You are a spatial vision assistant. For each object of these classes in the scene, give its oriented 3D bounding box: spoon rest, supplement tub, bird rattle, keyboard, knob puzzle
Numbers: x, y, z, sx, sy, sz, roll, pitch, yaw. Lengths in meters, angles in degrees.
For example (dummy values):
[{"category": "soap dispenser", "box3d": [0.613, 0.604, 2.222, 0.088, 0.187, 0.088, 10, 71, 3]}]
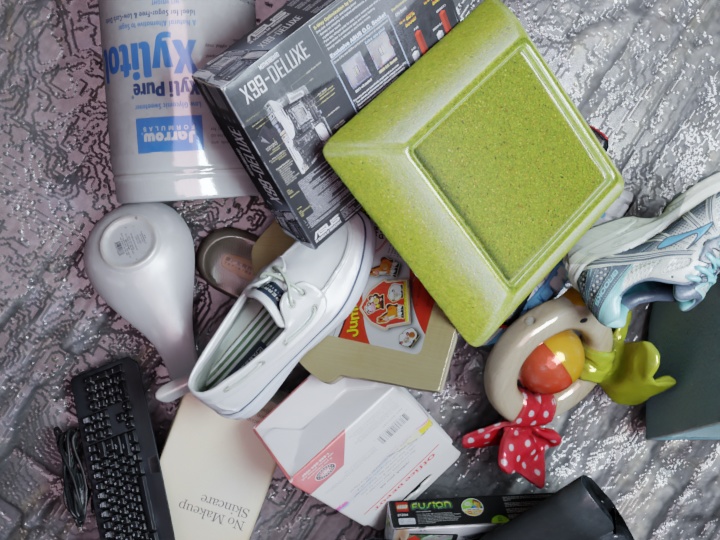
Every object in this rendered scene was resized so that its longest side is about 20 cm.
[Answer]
[{"category": "spoon rest", "box3d": [-0.180, 0.025, 0.805, 0.099, 0.061, 0.200, -22, 64, -3]}, {"category": "supplement tub", "box3d": [-0.149, -0.159, 0.779, 0.132, 0.132, 0.200, -5, 95, -7]}, {"category": "bird rattle", "box3d": [0.170, 0.094, 0.848, 0.200, 0.113, 0.163, -30, 129, 3]}, {"category": "keyboard", "box3d": [-0.222, 0.182, 0.801, 0.104, 0.040, 0.200, -24, 71, 22]}, {"category": "knob puzzle", "box3d": [0.000, 0.000, 0.772, 0.220, 0.030, 0.220, -8, 69, 21]}]

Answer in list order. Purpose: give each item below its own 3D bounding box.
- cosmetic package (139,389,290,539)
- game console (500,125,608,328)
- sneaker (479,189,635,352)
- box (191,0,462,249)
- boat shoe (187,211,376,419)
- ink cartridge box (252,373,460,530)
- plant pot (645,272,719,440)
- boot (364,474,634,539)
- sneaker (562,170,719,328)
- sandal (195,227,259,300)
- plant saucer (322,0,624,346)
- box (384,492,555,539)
[{"category": "cosmetic package", "box3d": [-0.139, 0.196, 0.842, 0.103, 0.073, 0.200, 19, 91, -8]}, {"category": "game console", "box3d": [0.104, -0.072, 0.845, 0.177, 0.031, 0.200, 28, 92, 9]}, {"category": "sneaker", "box3d": [0.163, -0.014, 0.873, 0.087, 0.075, 0.200, 39, 90, 11]}, {"category": "box", "box3d": [-0.007, -0.138, 0.704, 0.200, 0.050, 0.158, -42, 131, -14]}, {"category": "boat shoe", "box3d": [-0.059, 0.030, 0.730, 0.074, 0.067, 0.200, 30, 85, 29]}, {"category": "ink cartridge box", "box3d": [0.006, 0.154, 0.829, 0.116, 0.200, 0.067, -42, 54, -2]}, {"category": "plant pot", "box3d": [0.378, 0.045, 0.839, 0.196, 0.196, 0.200, 0, 75, -7]}, {"category": "boot", "box3d": [0.115, 0.236, 0.789, 0.200, 0.066, 0.165, -30, 136, 20]}, {"category": "sneaker", "box3d": [0.272, -0.013, 0.752, 0.200, 0.078, 0.086, -26, 54, 17]}, {"category": "sandal", "box3d": [-0.054, 0.015, 0.845, 0.200, 0.055, 0.082, 23, 92, -9]}, {"category": "plant saucer", "box3d": [0.106, -0.077, 0.699, 0.200, 0.048, 0.200, -44, 108, -19]}, {"category": "box", "box3d": [0.122, 0.262, 0.876, 0.200, 0.035, 0.110, -1, 125, -8]}]
